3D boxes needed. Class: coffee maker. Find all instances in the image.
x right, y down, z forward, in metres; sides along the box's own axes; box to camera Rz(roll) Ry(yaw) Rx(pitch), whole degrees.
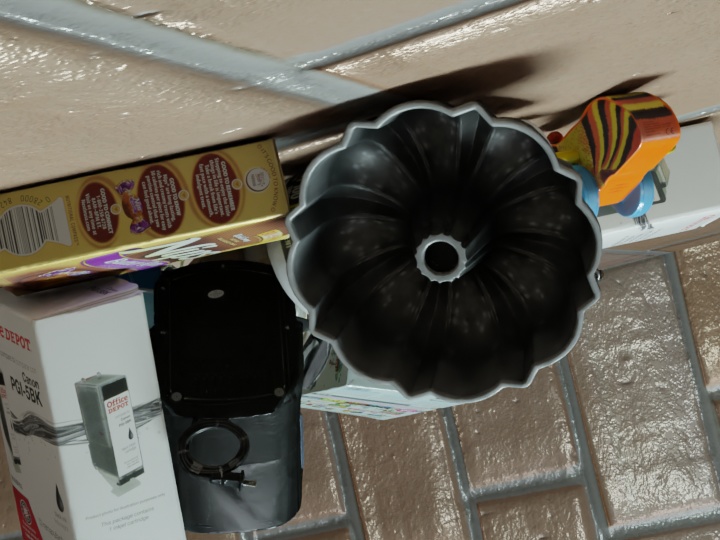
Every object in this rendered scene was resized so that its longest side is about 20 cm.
[{"bbox_3d":[-0.109,0.122,1.136,0.135,0.192,0.200,16,142,10],"label":"coffee maker"}]

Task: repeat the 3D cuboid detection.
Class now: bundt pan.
[{"bbox_3d":[0.056,-0.021,0.945,0.202,0.202,0.076,-14,-162,17],"label":"bundt pan"}]

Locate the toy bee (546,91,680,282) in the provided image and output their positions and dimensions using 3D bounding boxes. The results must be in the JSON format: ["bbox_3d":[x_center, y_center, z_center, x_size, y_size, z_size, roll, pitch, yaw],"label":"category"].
[{"bbox_3d":[0.164,-0.078,1.123,0.131,0.109,0.200,3,141,-41],"label":"toy bee"}]

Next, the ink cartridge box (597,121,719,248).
[{"bbox_3d":[0.223,-0.066,1.354,0.200,0.084,0.146,-12,175,-1],"label":"ink cartridge box"}]

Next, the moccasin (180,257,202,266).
[{"bbox_3d":[-0.123,0.006,1.409,0.078,0.074,0.201,-22,-178,14],"label":"moccasin"}]

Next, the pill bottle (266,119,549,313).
[{"bbox_3d":[0.040,-0.039,1.054,0.200,0.113,0.112,-17,173,30],"label":"pill bottle"}]

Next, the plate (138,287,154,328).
[{"bbox_3d":[-0.199,0.067,1.222,0.200,0.026,0.200,-8,143,-6],"label":"plate"}]

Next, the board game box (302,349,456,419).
[{"bbox_3d":[0.008,0.105,1.478,0.147,0.064,0.200,10,165,-26],"label":"board game box"}]

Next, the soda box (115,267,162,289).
[{"bbox_3d":[-0.266,0.022,1.238,0.200,0.064,0.068,-13,175,-6],"label":"soda box"}]

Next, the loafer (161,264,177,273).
[{"bbox_3d":[-0.204,0.034,1.358,0.070,0.075,0.200,-27,-164,10],"label":"loafer"}]

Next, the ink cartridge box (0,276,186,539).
[{"bbox_3d":[-0.203,0.108,1.057,0.083,0.200,0.147,-15,-166,-28],"label":"ink cartridge box"}]

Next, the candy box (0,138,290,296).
[{"bbox_3d":[-0.148,-0.033,0.983,0.200,0.056,0.117,-13,174,-4],"label":"candy box"}]

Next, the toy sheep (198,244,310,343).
[{"bbox_3d":[-0.037,0.002,1.225,0.200,0.138,0.138,0,172,-11],"label":"toy sheep"}]
